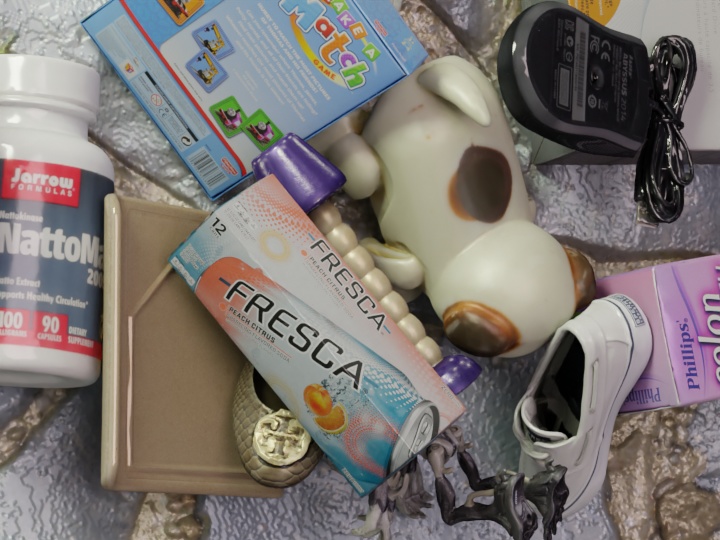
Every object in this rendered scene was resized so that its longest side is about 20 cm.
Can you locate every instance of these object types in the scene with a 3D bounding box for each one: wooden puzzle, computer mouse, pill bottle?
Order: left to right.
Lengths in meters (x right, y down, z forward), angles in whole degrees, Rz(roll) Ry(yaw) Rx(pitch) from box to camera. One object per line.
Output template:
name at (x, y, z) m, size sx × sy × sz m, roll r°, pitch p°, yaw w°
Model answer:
pill bottle at (-0.218, -0.031, 1.636) m, size 0.119 × 0.119 × 0.201 m, roll 6°, pitch 81°, yaw -22°
wooden puzzle at (-0.112, 0.053, 1.670) m, size 0.200 × 0.037 × 0.186 m, roll 11°, pitch 77°, yaw -57°
computer mouse at (0.152, -0.117, 1.744) m, size 0.200 × 0.053 × 0.139 m, roll 21°, pitch 71°, yaw -44°

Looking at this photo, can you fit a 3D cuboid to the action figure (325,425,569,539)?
action figure at (0.032, 0.136, 1.715) m, size 0.119 × 0.199 × 0.103 m, roll -31°, pitch 139°, yaw -58°

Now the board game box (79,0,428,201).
board game box at (-0.072, -0.151, 1.674) m, size 0.152 × 0.200 × 0.037 m, roll 54°, pitch 41°, yaw -8°

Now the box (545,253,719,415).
box at (0.255, 0.038, 1.795) m, size 0.199 × 0.176 × 0.097 m, roll -11°, pitch 88°, yaw -23°

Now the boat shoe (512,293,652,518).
boat shoe at (0.134, 0.098, 1.740) m, size 0.065 × 0.201 × 0.074 m, roll -18°, pitch 48°, yaw -34°

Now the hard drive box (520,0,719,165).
hard drive box at (0.223, -0.158, 1.860) m, size 0.199 × 0.077 × 0.157 m, roll -2°, pitch 85°, yaw -23°

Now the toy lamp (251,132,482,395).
toy lamp at (0.000, 0.000, 1.670) m, size 0.058 × 0.058 × 0.200 m, roll -36°, pitch 94°, yaw -22°

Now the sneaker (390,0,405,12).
sneaker at (-0.014, -0.180, 1.769) m, size 0.079 × 0.130 × 0.200 m, roll 36°, pitch 34°, yaw -12°

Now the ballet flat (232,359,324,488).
ballet flat at (-0.040, 0.049, 1.683) m, size 0.067 × 0.046 × 0.201 m, roll 15°, pitch 58°, yaw -1°

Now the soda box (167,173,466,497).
soda box at (-0.028, 0.040, 1.624) m, size 0.200 × 0.064 × 0.068 m, roll 50°, pitch 41°, yaw 4°

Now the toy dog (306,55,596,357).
toy dog at (0.077, -0.038, 1.728) m, size 0.139 × 0.194 × 0.201 m, roll -26°, pitch 87°, yaw -35°
